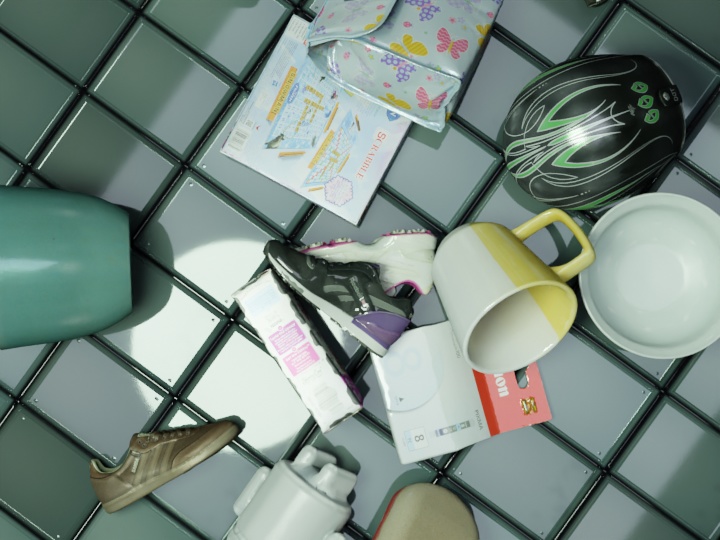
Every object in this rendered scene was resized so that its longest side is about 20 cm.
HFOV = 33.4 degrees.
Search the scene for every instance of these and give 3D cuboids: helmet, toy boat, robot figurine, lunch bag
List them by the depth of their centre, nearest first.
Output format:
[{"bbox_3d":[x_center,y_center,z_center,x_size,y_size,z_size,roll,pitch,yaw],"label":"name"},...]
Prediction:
[{"bbox_3d":[0.271,-0.165,1.450,0.190,0.200,0.200,-21,88,-15],"label":"helmet"},{"bbox_3d":[0.049,-0.292,1.458,0.200,0.127,0.170,25,58,5],"label":"lunch bag"},{"bbox_3d":[0.057,0.361,1.476,0.130,0.131,0.200,36,59,-13],"label":"toy boat"},{"bbox_3d":[-0.089,0.315,1.483,0.170,0.113,0.200,36,91,40],"label":"robot figurine"}]

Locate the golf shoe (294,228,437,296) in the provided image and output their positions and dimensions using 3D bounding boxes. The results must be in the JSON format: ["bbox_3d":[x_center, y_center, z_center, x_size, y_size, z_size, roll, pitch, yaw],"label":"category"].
[{"bbox_3d":[0.000,0.000,1.508,0.199,0.075,0.092,-6,92,3],"label":"golf shoe"}]

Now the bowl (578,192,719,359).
[{"bbox_3d":[0.364,0.007,1.482,0.201,0.090,0.202,0,89,3],"label":"bowl"}]

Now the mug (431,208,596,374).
[{"bbox_3d":[0.177,0.016,1.461,0.186,0.150,0.153,-15,46,-17],"label":"mug"}]

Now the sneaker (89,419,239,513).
[{"bbox_3d":[-0.252,0.229,1.514,0.200,0.070,0.076,-31,87,1],"label":"sneaker"}]

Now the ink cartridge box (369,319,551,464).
[{"bbox_3d":[0.125,0.140,1.510,0.200,0.047,0.160,-16,88,4],"label":"ink cartridge box"}]

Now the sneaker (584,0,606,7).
[{"bbox_3d":[0.260,-0.389,1.501,0.200,0.076,0.116,-2,87,0],"label":"sneaker"}]

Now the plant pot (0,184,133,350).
[{"bbox_3d":[-0.360,-0.006,1.468,0.161,0.201,0.201,-2,89,-11],"label":"plant pot"}]

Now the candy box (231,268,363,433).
[{"bbox_3d":[-0.073,0.097,1.476,0.061,0.136,0.200,-35,88,0],"label":"candy box"}]

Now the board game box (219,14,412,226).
[{"bbox_3d":[-0.044,-0.189,1.527,0.199,0.041,0.200,29,90,3],"label":"board game box"}]

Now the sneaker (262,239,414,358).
[{"bbox_3d":[-0.024,0.012,1.460,0.200,0.076,0.088,39,92,-12],"label":"sneaker"}]
